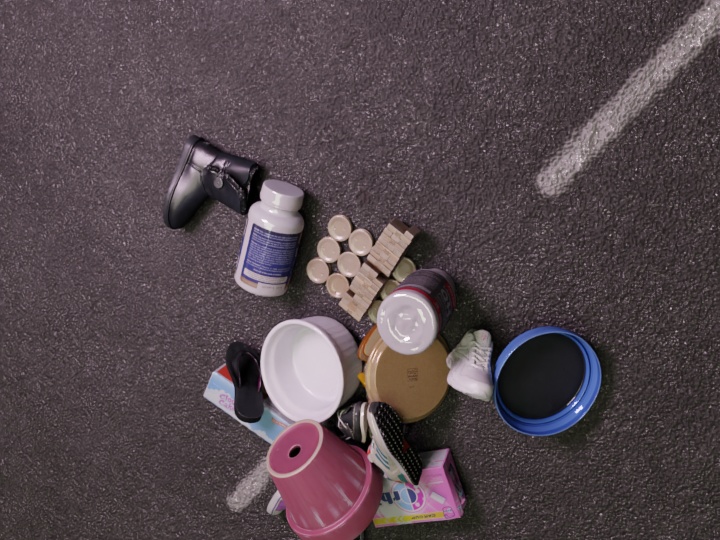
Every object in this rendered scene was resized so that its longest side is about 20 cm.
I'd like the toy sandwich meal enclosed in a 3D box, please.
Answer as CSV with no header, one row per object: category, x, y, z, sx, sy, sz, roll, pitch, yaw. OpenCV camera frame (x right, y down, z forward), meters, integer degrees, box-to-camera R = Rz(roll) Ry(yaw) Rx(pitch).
toy sandwich meal,0.080,0.185,1.502,0.200,0.070,0.211,-3,97,-22

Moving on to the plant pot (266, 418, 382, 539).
plant pot,-0.079,0.388,1.502,0.196,0.202,0.181,-19,124,24

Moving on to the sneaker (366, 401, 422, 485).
sneaker,0.040,0.325,1.474,0.091,0.071,0.202,-8,127,32

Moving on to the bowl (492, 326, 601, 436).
bowl,0.325,0.193,1.403,0.195,0.040,0.206,-3,111,-8

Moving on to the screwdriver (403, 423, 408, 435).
screwdriver,0.084,0.319,1.587,0.029,0.027,0.204,39,125,39

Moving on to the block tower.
block tower,0.034,-0.005,1.478,0.057,0.054,0.202,37,114,6

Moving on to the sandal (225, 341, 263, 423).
sandal,-0.221,0.209,1.574,0.073,0.203,0.049,7,128,-24

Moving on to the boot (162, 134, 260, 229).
boot,-0.292,-0.145,1.569,0.165,0.076,0.204,27,107,16

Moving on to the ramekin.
ramekin,-0.091,0.187,1.555,0.196,0.097,0.206,7,104,32

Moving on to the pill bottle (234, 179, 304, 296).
pill bottle,-0.170,-0.063,1.527,0.109,0.111,0.204,22,112,13

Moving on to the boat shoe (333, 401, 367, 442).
boat shoe,-0.018,0.292,1.522,0.066,0.200,0.074,5,73,-4

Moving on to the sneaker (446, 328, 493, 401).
sneaker,0.200,0.156,1.403,0.076,0.200,0.101,21,104,-9

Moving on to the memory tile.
memory tile,0.000,0.000,1.531,0.198,0.017,0.156,33,114,9

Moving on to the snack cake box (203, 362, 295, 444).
snack cake box,-0.208,0.266,1.630,0.197,0.115,0.068,32,114,10

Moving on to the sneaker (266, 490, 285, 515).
sneaker,-0.113,0.472,1.676,0.114,0.073,0.201,41,115,3

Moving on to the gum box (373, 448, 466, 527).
gum box,0.107,0.431,1.575,0.196,0.066,0.116,-15,105,24

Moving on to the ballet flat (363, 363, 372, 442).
ballet flat,0.039,0.265,1.571,0.063,0.074,0.206,11,107,51

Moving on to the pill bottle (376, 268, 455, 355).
pill bottle,0.107,0.063,1.405,0.108,0.200,0.114,6,108,19

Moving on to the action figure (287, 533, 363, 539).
action figure,-0.071,0.618,1.678,0.190,0.104,0.206,17,100,33
